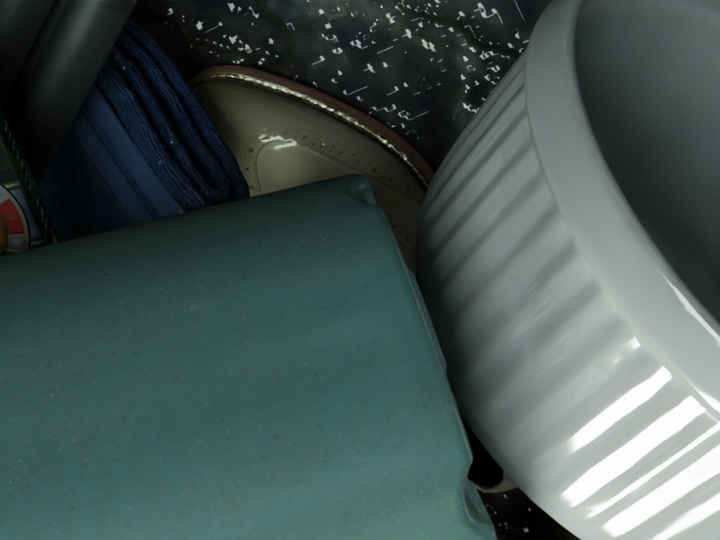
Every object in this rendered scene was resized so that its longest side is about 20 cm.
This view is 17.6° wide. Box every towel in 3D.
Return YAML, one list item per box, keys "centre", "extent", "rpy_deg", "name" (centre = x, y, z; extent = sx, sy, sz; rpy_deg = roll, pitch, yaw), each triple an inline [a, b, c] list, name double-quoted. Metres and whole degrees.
- centre: [-0.114, 0.012, 0.871]
  extent: [0.200, 0.048, 0.112]
  rpy_deg: [-51, 59, 31]
  name: "towel"

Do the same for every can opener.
- centre: [-0.106, -0.105, 0.788]
  extent: [0.053, 0.067, 0.200]
  rpy_deg: [13, 125, -31]
  name: "can opener"

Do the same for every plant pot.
- centre: [-0.067, 0.069, 0.720]
  extent: [0.196, 0.200, 0.201]
  rpy_deg: [-19, 106, -4]
  name: "plant pot"

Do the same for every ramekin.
- centre: [0.111, 0.006, 0.748]
  extent: [0.200, 0.200, 0.105]
  rpy_deg: [44, 127, -2]
  name: "ramekin"

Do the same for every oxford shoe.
- centre: [0.000, 0.000, 0.839]
  extent: [0.200, 0.074, 0.071]
  rpy_deg: [40, 119, 11]
  name: "oxford shoe"

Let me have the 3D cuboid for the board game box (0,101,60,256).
- centre: [-0.157, -0.014, 0.771]
  extent: [0.105, 0.023, 0.200]
  rpy_deg: [-13, 126, 8]
  name: "board game box"
